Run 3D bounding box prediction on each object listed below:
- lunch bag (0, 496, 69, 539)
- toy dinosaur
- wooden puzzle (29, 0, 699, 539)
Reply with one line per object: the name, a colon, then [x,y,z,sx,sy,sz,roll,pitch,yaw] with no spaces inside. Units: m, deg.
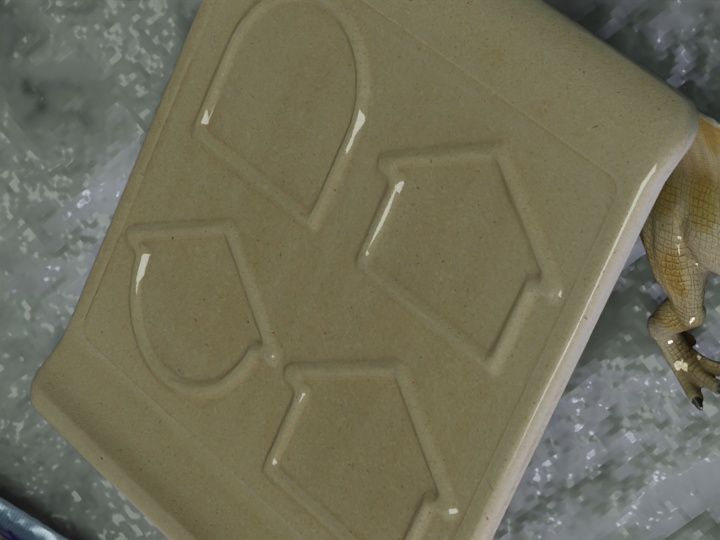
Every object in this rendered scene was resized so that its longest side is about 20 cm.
lunch bag: [-0.174,0.146,0.891,0.200,0.127,0.170,31,110,-6]
toy dinosaur: [0.103,-0.013,0.814,0.058,0.200,0.101,-44,124,-21]
wooden puzzle: [0.000,0.000,0.824,0.185,0.046,0.200,38,108,37]
